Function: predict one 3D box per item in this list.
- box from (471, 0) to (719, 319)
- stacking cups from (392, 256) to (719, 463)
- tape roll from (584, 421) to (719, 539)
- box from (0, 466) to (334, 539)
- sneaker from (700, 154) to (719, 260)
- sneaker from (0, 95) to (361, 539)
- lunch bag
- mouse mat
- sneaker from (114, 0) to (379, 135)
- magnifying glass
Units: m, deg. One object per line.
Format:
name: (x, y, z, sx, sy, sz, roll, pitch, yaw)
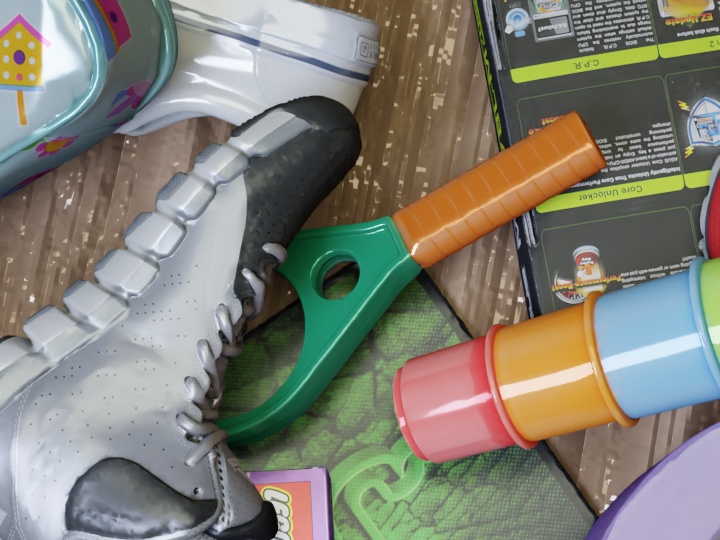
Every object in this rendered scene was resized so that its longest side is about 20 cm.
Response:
box: (0.151, -0.071, 0.817, 0.200, 0.048, 0.193, -10, 81, -2)
stacking cups: (0.109, 0.023, 0.739, 0.200, 0.061, 0.061, -15, 77, 24)
tape roll: (0.169, 0.147, 0.747, 0.200, 0.085, 0.200, 0, 79, -1)
box: (-0.074, 0.175, 0.765, 0.137, 0.039, 0.200, -3, 78, 1)
sneaker: (0.193, -0.065, 0.738, 0.077, 0.085, 0.200, 43, 101, 8)
sneaker: (-0.051, 0.038, 0.749, 0.200, 0.075, 0.115, -42, 74, -4)
lunch bag: (-0.170, -0.098, 0.761, 0.200, 0.077, 0.160, -28, 89, 29)
mouse mat: (-0.022, 0.104, 0.802, 0.200, 0.008, 0.161, -34, 80, -5)
sneaker: (-0.095, -0.089, 0.812, 0.200, 0.073, 0.071, 17, 94, 11)
magnifying glass: (0.000, 0.000, 0.788, 0.200, 0.022, 0.080, -31, 60, 11)
